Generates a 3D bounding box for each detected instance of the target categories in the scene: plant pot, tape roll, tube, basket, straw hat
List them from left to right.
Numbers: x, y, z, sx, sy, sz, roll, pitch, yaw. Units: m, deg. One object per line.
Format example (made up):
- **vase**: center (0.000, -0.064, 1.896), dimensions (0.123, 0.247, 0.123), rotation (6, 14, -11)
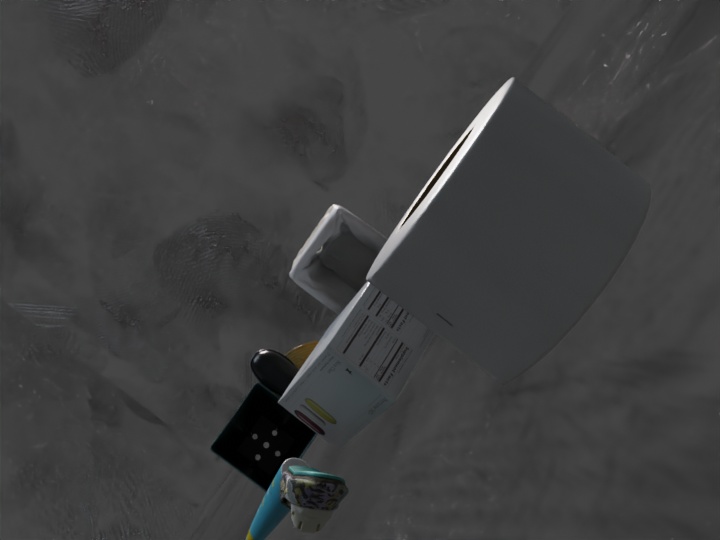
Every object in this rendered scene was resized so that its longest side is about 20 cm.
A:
- **plant pot**: center (-0.172, 0.316, 1.556), dimensions (0.142, 0.140, 0.200), rotation (-54, -5, -15)
- **tube**: center (-0.129, 0.354, 1.246), dimensions (0.201, 0.050, 0.077), rotation (-59, -8, 35)
- **straw hat**: center (-0.106, 0.242, 1.659), dimensions (0.199, 0.085, 0.203), rotation (-29, -35, -23)
- **basket**: center (0.000, 0.000, 1.334), dimensions (0.136, 0.199, 0.123), rotation (-53, 13, 6)
- **tape roll**: center (0.115, -0.033, 0.687), dimensions (0.204, 0.138, 0.203), rotation (-53, 2, 3)

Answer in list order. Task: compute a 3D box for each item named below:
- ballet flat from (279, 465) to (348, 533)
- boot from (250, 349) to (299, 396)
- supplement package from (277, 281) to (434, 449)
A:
- **ballet flat**: center (-0.055, 0.260, 0.959), dimensions (0.072, 0.072, 0.200), rotation (-54, 2, -15)
- **boot**: center (-0.104, 0.185, 1.426), dimensions (0.066, 0.164, 0.200), rotation (-52, 6, -17)
- **supplement package**: center (-0.001, 0.120, 1.132), dimensions (0.156, 0.110, 0.200), rotation (-55, 2, -37)
